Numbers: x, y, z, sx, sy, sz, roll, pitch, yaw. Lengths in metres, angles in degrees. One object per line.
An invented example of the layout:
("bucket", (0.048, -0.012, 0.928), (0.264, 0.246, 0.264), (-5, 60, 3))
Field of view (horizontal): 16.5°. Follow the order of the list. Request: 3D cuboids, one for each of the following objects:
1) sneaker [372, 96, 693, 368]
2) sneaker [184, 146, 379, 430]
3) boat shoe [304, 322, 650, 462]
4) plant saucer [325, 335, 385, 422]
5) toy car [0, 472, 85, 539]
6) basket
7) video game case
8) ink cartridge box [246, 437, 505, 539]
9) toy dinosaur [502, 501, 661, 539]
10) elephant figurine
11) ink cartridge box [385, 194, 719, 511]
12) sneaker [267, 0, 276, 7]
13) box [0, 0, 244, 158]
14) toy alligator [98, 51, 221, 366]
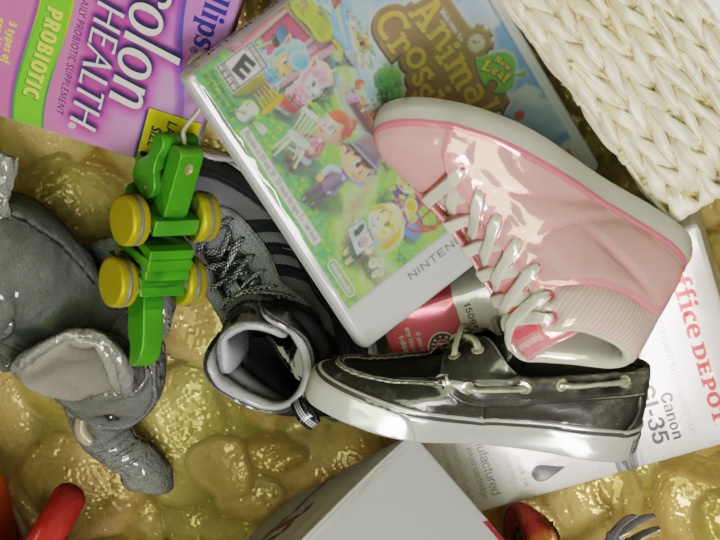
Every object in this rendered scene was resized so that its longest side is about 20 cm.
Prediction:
("sneaker", (0.086, -0.014, 1.391), (0.200, 0.075, 0.105), (28, 66, -11))
("sneaker", (-0.069, 0.010, 1.502), (0.075, 0.114, 0.200), (-39, 86, 19))
("boat shoe", (0.069, 0.063, 1.446), (0.200, 0.071, 0.064), (7, 110, -8))
("plant saucer", (0.000, 0.000, 1.555), (0.070, 0.019, 0.200), (28, 107, -2))
("toy car", (-0.207, 0.207, 1.551), (0.150, 0.175, 0.200), (-34, 99, 12))
("basket", (0.176, -0.140, 1.439), (0.123, 0.136, 0.200), (-36, 99, 16))
("video game case", (0.021, -0.086, 1.432), (0.182, 0.022, 0.200), (-38, 113, -11))
("ink cartridge box", (-0.007, 0.215, 1.491), (0.145, 0.200, 0.145), (48, 63, -3))
("toy dinosaur", (0.101, 0.226, 1.540), (0.200, 0.105, 0.182), (-23, 118, 12))
("elephant figurine", (-0.173, 0.039, 1.535), (0.200, 0.155, 0.142), (26, 79, -9))
("ink cartridge box", (0.127, 0.048, 1.515), (0.200, 0.083, 0.147), (-17, 107, 8))
("sneaker", (0.032, -0.111, 1.481), (0.200, 0.081, 0.077), (33, 86, -6))
("box", (-0.166, -0.174, 1.440), (0.200, 0.097, 0.176), (17, 133, -5))
("toy alligator", (-0.118, -0.042, 1.448), (0.059, 0.054, 0.200), (-3, 116, -35))
